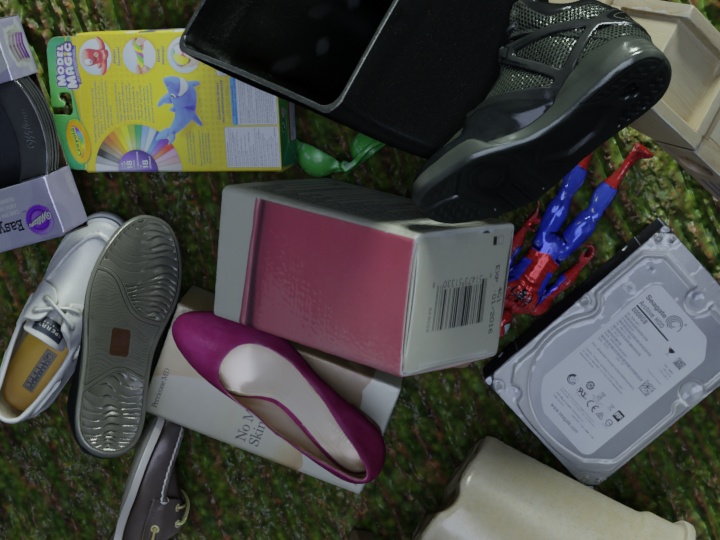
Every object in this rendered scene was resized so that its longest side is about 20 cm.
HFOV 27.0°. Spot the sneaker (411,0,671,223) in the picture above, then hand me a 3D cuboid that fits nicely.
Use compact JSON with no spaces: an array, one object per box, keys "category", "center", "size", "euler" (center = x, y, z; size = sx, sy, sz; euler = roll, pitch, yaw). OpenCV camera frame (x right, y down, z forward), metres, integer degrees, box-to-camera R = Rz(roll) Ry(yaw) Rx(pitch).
[{"category":"sneaker","center":[0.114,-0.119,1.065],"size":[0.199,0.114,0.076],"euler":[-38,135,15]}]

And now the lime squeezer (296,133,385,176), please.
[{"category":"lime squeezer","center":[-0.011,-0.113,1.248],"size":[0.199,0.038,0.071],"euler":[-3,69,5]}]

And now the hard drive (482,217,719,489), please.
[{"category":"hard drive","center":[0.221,0.072,1.257],"size":[0.200,0.038,0.140],"euler":[-41,100,9]}]

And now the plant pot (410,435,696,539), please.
[{"category":"plant pot","center":[0.141,0.238,1.227],"size":[0.183,0.200,0.201],"euler":[35,101,4]}]

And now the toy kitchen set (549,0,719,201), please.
[{"category":"toy kitchen set","center":[0.190,-0.105,1.173],"size":[0.180,0.200,0.164],"euler":[33,84,-39]}]

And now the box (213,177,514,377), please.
[{"category":"box","center":[0.000,0.000,1.170],"size":[0.200,0.128,0.109],"euler":[16,105,39]}]

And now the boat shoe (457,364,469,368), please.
[{"category":"boat shoe","center":[0.084,-0.017,1.241],"size":[0.064,0.071,0.201],"euler":[11,108,-7]}]

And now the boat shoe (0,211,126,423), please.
[{"category":"boat shoe","center":[-0.255,0.043,1.270],"size":[0.071,0.070,0.200],"euler":[33,101,-3]}]

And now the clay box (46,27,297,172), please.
[{"category":"clay box","center":[-0.154,-0.140,1.227],"size":[0.199,0.048,0.115],"euler":[2,103,16]}]

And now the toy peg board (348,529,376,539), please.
[{"category":"toy peg board","center":[0.028,0.355,1.258],"size":[0.097,0.199,0.201],"euler":[14,102,-15]}]

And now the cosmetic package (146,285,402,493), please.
[{"category":"cosmetic package","center":[-0.073,0.099,1.268],"size":[0.199,0.071,0.106],"euler":[20,102,0]}]

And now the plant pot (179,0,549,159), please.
[{"category":"plant pot","center":[0.023,-0.186,1.113],"size":[0.177,0.199,0.200],"euler":[33,86,-43]}]

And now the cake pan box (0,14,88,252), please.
[{"category":"cake pan box","center":[-0.338,-0.098,1.241],"size":[0.199,0.052,0.185],"euler":[-13,102,18]}]

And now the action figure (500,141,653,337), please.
[{"category":"action figure","center":[0.162,-0.028,1.243],"size":[0.065,0.052,0.200],"euler":[31,103,-8]}]

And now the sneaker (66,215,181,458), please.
[{"category":"sneaker","center":[-0.206,0.055,1.246],"size":[0.075,0.106,0.201],"euler":[16,77,-17]}]

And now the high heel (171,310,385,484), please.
[{"category":"high heel","center":[-0.067,0.100,1.182],"size":[0.200,0.096,0.067],"euler":[38,100,-4]}]

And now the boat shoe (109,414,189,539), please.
[{"category":"boat shoe","center":[-0.182,0.215,1.300],"size":[0.059,0.072,0.201],"euler":[18,105,-6]}]
